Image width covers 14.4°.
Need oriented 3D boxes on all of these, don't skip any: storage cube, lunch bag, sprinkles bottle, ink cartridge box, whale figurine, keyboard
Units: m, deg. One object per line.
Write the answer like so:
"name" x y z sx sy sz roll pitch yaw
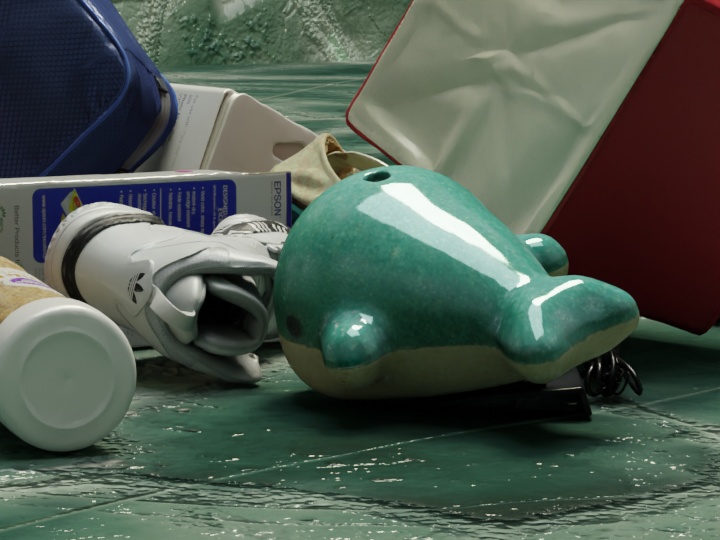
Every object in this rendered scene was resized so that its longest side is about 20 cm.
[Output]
"storage cube" 0.134 -0.092 1.582 0.179 0.201 0.171 18 19 -48
"lunch bag" -0.205 -0.120 1.745 0.136 0.200 0.132 -40 -12 5
"sprinkles bottle" -0.165 0.037 1.379 0.068 0.069 0.200 -2 8 -19
"ink cartridge box" -0.114 -0.063 1.860 0.199 0.088 0.145 7 -14 44
"whale figurine" 0.042 0.004 1.401 0.158 0.105 0.199 -24 20 -35
"keyboard" 0.090 0.039 1.488 0.103 0.040 0.200 0 9 0
"ink cartridge box" -0.131 -0.006 1.587 0.199 0.096 0.037 -4 8 -28

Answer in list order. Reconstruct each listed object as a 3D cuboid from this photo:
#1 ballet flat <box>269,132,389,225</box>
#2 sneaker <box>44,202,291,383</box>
"ballet flat" 0.009 -0.027 1.609 0.068 0.062 0.200 51 -6 -40
"sneaker" -0.064 0.018 1.526 0.199 0.076 0.115 9 13 -45
